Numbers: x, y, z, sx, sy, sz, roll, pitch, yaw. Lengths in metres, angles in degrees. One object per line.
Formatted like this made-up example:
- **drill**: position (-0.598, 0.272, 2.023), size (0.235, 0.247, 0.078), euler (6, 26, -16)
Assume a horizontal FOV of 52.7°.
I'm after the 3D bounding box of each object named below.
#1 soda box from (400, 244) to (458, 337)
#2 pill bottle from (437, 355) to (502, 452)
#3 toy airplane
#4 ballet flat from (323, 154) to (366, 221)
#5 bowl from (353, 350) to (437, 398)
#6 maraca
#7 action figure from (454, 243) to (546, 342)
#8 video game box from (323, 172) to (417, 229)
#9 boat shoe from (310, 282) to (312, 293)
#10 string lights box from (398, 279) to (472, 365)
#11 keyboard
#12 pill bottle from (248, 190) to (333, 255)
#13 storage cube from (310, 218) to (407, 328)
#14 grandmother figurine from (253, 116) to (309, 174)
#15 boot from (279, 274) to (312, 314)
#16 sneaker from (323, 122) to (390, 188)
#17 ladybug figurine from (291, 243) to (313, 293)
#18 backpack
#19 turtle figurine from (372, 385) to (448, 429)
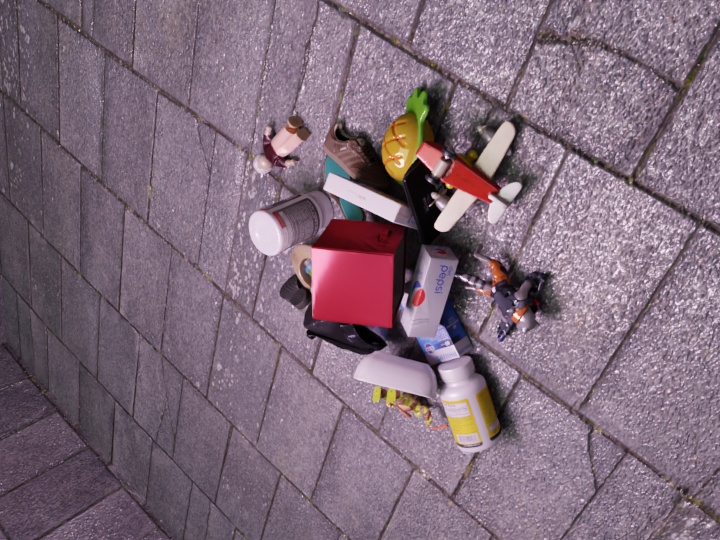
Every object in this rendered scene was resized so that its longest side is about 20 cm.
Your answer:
- **soda box**: position (0.148, 0.047, 1.578), size (0.064, 0.068, 0.201), euler (-115, 34, -57)
- **pill bottle**: position (0.247, 0.304, 1.672), size (0.111, 0.111, 0.201), euler (-9, 104, 45)
- **toy airplane**: position (0.224, -0.187, 1.450), size (0.199, 0.141, 0.200), euler (-13, 116, 9)
- **ballet flat**: position (-0.039, -0.180, 1.730), size (0.075, 0.067, 0.201), euler (80, 168, -74)
- **bowl**: position (0.090, 0.241, 1.712), size (0.198, 0.200, 0.075), euler (14, 84, 6)
- **maraca**: position (0.104, -0.278, 1.520), size (0.137, 0.106, 0.201), euler (-130, 49, -61)
- **action figure**: position (0.289, 0.069, 1.523), size (0.193, 0.104, 0.201), euler (44, 132, 33)
- **video game box**: position (0.047, -0.146, 1.587), size (0.199, 0.182, 0.047), euler (28, 97, 32)
- **boat shoe**: position (-0.056, 0.009, 1.740), size (0.076, 0.072, 0.200), euler (39, 135, 6)
- **string lights box**: position (0.167, 0.112, 1.690), size (0.103, 0.059, 0.201), euler (-24, 93, 47)
- **keyboard**: position (0.146, -0.156, 1.523), size (0.021, 0.127, 0.201), euler (25, 150, 39)
- **pill bottle**: position (-0.166, -0.121, 1.787), size (0.113, 0.200, 0.115), euler (21, 124, 35)
- **storage cube**: position (0.000, 0.000, 1.588), size (0.178, 0.171, 0.201), euler (5, 116, 12)
- **grandmother figurine**: position (-0.210, -0.311, 1.841), size (0.200, 0.060, 0.122), euler (-37, 75, 44)
- **boot**: position (-0.141, 0.093, 1.957), size (0.131, 0.068, 0.200), euler (43, 180, -27)
- **sneaker**: position (-0.006, -0.263, 1.661), size (0.200, 0.070, 0.076), euler (38, 127, 22)
- **ladybug figurine**: position (-0.098, 0.002, 1.877), size (0.200, 0.072, 0.136), euler (44, 135, 18)
- **backpack**: position (-0.018, 0.125, 1.771), size (0.199, 0.127, 0.167), euler (28, 150, -29)
- **turtle figurine**: position (0.119, 0.333, 1.812), size (0.199, 0.161, 0.065), euler (14, 76, 52)
